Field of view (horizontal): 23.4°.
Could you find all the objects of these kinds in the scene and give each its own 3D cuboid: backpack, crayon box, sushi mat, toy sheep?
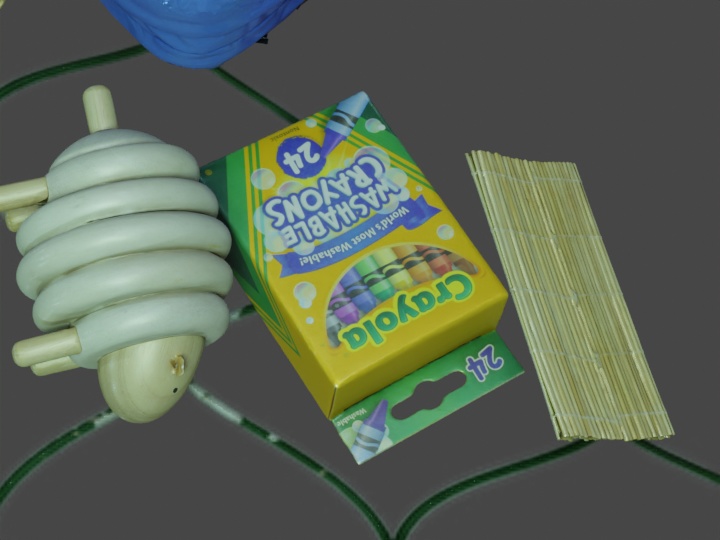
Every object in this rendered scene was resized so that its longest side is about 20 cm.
[{"bbox_3d":[-0.080,-0.222,1.101,0.162,0.168,0.200,41,69,18],"label":"backpack"},{"bbox_3d":[0.000,0.000,1.056,0.125,0.052,0.200,-27,68,-19],"label":"crayon box"},{"bbox_3d":[0.126,0.015,1.063,0.095,0.012,0.201,7,56,-39],"label":"sushi mat"},{"bbox_3d":[-0.140,-0.011,1.002,0.137,0.138,0.201,-11,82,-12],"label":"toy sheep"}]

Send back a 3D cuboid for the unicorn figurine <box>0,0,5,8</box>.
[{"bbox_3d":[-0.286,-0.201,1.115,0.200,0.074,0.137,-35,60,-16],"label":"unicorn figurine"}]
